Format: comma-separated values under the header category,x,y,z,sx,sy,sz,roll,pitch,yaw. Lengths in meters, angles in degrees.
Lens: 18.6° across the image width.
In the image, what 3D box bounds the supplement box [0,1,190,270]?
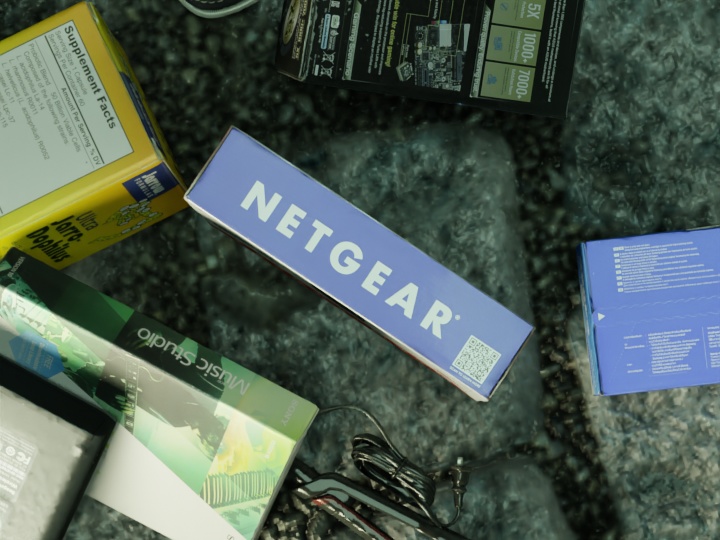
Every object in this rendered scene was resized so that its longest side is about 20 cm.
category,x,y,z,sx,sy,sz,roll,pitch,yaw
supplement box,-0.216,-0.055,1.291,0.200,0.110,0.109,-26,77,0

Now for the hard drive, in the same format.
category,x,y,z,sx,sy,sz,roll,pitch,yaw
hard drive,-0.243,0.138,1.285,0.139,0.033,0.200,28,115,2

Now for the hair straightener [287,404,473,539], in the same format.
category,x,y,z,sx,sy,sz,roll,pitch,yaw
hair straightener,0.035,0.141,1.323,0.200,0.041,0.077,35,88,7

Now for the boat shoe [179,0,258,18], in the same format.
category,x,y,z,sx,sy,sz,roll,pitch,yaw
boat shoe,-0.040,-0.236,1.326,0.200,0.060,0.074,-43,87,-1

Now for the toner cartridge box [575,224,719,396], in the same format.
category,x,y,z,sx,sy,sz,roll,pitch,yaw
toner cartridge box,0.234,0.018,1.317,0.200,0.043,0.095,-6,86,1

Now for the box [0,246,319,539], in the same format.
category,x,y,z,sx,sy,sz,roll,pitch,yaw
box,-0.135,0.084,1.280,0.200,0.144,0.036,26,48,2

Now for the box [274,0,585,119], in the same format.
category,x,y,z,sx,sy,sz,roll,pitch,yaw
box,0.048,-0.200,1.277,0.163,0.086,0.200,6,98,-13

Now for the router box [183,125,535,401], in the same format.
category,x,y,z,sx,sy,sz,roll,pitch,yaw
router box,0.000,0.000,1.255,0.200,0.179,0.049,34,88,3
